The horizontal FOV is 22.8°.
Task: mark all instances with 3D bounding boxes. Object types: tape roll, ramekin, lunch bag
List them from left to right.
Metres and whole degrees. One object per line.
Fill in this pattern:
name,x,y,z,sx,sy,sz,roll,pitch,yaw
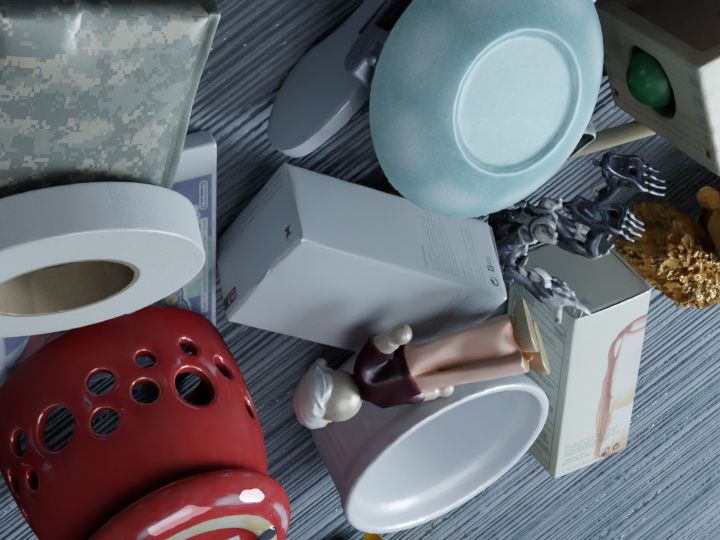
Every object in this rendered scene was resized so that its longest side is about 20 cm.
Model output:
lunch bag,-0.200,-0.112,1.156,0.163,0.118,0.201,-5,132,-32
tape roll,-0.205,-0.004,1.205,0.202,0.037,0.203,-13,163,-4
ramekin,0.053,0.128,1.534,0.200,0.098,0.201,-24,149,-16

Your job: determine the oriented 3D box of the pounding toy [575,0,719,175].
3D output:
pounding toy,0.275,-0.159,1.421,0.199,0.184,0.143,-28,125,-11

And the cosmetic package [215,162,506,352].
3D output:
cosmetic package,0.000,0.000,1.383,0.199,0.081,0.113,18,135,-32

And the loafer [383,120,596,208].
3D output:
loafer,0.097,-0.076,1.429,0.200,0.070,0.070,-36,141,4

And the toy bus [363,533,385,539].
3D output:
toy bus,-0.006,0.367,1.721,0.200,0.136,0.192,-38,154,3

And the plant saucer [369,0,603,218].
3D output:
plant saucer,0.101,-0.125,1.264,0.200,0.039,0.202,-15,121,-26

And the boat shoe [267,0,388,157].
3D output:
boat shoe,0.015,-0.155,1.312,0.200,0.072,0.068,-51,136,3

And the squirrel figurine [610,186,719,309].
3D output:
squirrel figurine,0.327,-0.022,1.564,0.199,0.142,0.187,-22,177,22

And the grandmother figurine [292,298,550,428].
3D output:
grandmother figurine,0.040,0.077,1.381,0.199,0.061,0.121,-18,138,11

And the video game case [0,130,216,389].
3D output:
video game case,-0.193,0.001,1.334,0.181,0.023,0.201,-16,134,-23

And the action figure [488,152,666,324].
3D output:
action figure,0.159,-0.016,1.453,0.102,0.119,0.200,36,143,-18

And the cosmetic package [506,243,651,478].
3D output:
cosmetic package,0.190,0.075,1.607,0.087,0.103,0.201,-20,137,-22

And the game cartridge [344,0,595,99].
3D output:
game cartridge,0.092,-0.184,1.275,0.200,0.042,0.133,-51,133,-1

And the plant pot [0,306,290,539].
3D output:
plant pot,-0.161,0.155,1.349,0.200,0.183,0.201,-21,145,-16
